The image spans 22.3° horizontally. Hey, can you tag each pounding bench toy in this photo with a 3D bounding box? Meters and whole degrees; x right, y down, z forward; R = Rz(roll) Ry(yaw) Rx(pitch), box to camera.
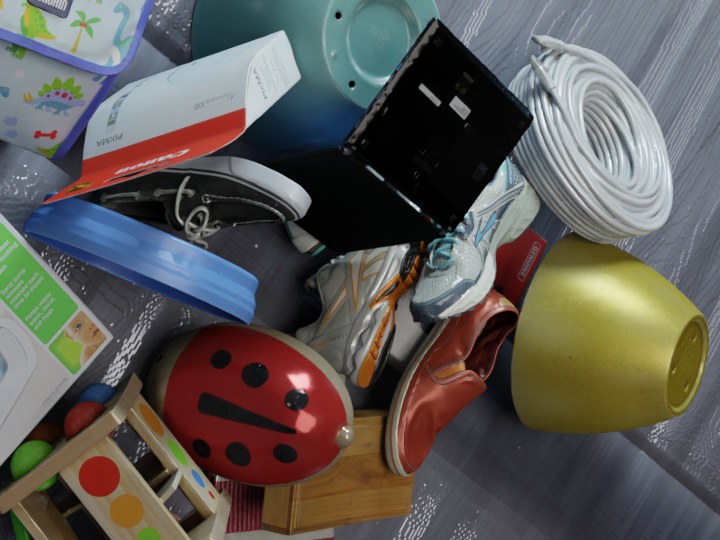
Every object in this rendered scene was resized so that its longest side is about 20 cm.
[{"bbox_3d":[-0.232,0.203,1.486,0.199,0.124,0.156,-37,98,7],"label":"pounding bench toy"}]

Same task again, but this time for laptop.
[{"bbox_3d":[0.020,-0.108,1.548,0.201,0.103,0.177,-54,140,0],"label":"laptop"}]

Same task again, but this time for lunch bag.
[{"bbox_3d":[-0.262,-0.203,1.400,0.169,0.128,0.200,19,123,-36],"label":"lunch bag"}]

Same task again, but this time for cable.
[{"bbox_3d":[0.223,-0.121,1.768,0.199,0.069,0.202,2,67,-51],"label":"cable"}]

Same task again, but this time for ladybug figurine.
[{"bbox_3d":[-0.099,0.115,1.553,0.072,0.198,0.137,0,101,-69],"label":"ladybug figurine"}]

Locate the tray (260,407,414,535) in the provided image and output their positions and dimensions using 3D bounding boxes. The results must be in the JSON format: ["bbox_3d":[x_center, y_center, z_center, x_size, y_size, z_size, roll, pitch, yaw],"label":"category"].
[{"bbox_3d":[-0.014,0.181,1.667,0.199,0.037,0.100,2,95,-56],"label":"tray"}]

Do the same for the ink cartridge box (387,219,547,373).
[{"bbox_3d":[0.094,0.013,1.759,0.176,0.045,0.201,35,76,-30],"label":"ink cartridge box"}]

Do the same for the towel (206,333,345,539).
[{"bbox_3d":[-0.078,0.158,1.675,0.143,0.023,0.202,-1,97,-36],"label":"towel"}]

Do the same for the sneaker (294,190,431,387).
[{"bbox_3d":[0.000,0.000,1.657,0.076,0.091,0.201,69,40,-65],"label":"sneaker"}]

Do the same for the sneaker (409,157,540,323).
[{"bbox_3d":[0.087,-0.035,1.667,0.087,0.077,0.201,58,46,-29],"label":"sneaker"}]

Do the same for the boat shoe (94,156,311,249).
[{"bbox_3d":[-0.135,-0.056,1.506,0.069,0.198,0.074,-68,154,-20],"label":"boat shoe"}]

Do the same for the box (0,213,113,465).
[{"bbox_3d":[-0.332,0.060,1.448,0.200,0.096,0.177,-49,121,-18],"label":"box"}]

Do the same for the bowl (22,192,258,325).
[{"bbox_3d":[-0.175,-0.011,1.481,0.200,0.200,0.040,26,83,-33],"label":"bowl"}]

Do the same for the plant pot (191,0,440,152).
[{"bbox_3d":[-0.023,-0.199,1.586,0.199,0.160,0.203,-5,99,-33],"label":"plant pot"}]

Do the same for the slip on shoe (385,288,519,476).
[{"bbox_3d":[0.084,0.103,1.698,0.201,0.061,0.074,-59,145,-14],"label":"slip on shoe"}]

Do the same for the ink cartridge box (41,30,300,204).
[{"bbox_3d":[-0.153,-0.122,1.444,0.048,0.159,0.200,69,25,-15],"label":"ink cartridge box"}]

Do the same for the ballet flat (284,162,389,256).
[{"bbox_3d":[0.004,-0.095,1.680,0.200,0.069,0.070,-41,116,-23],"label":"ballet flat"}]

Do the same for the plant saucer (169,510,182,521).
[{"bbox_3d":[-0.171,0.333,1.616,0.200,0.037,0.201,38,77,-31],"label":"plant saucer"}]

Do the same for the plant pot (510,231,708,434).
[{"bbox_3d":[0.254,0.075,1.771,0.200,0.141,0.202,-31,128,-50],"label":"plant pot"}]
